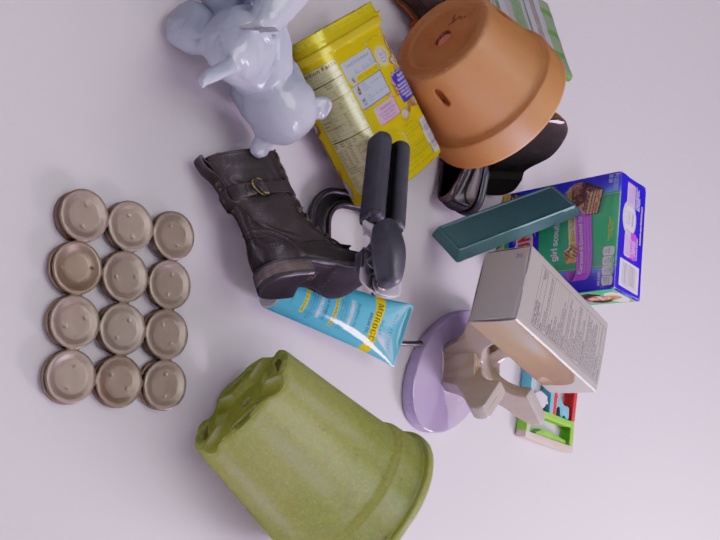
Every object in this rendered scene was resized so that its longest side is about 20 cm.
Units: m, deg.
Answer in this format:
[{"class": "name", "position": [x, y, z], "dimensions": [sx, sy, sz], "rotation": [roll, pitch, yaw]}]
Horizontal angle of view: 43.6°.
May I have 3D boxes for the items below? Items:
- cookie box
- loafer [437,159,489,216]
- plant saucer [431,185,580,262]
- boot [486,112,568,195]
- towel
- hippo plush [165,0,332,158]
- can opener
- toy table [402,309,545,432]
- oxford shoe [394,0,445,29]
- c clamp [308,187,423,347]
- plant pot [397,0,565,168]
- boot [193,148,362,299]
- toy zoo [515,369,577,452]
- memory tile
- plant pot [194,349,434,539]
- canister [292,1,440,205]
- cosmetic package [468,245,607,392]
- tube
[{"class": "cookie box", "position": [0.294, -0.036, 1.279], "dimensions": [0.075, 0.199, 0.172], "rotation": [24, 67, -40]}, {"class": "loafer", "position": [0.144, -0.179, 1.240], "dimensions": [0.063, 0.072, 0.201], "rotation": [15, 77, -39]}, {"class": "plant saucer", "position": [0.199, -0.068, 1.221], "dimensions": [0.199, 0.070, 0.019], "rotation": [-20, 133, -18]}, {"class": "boot", "position": [0.216, -0.177, 1.236], "dimensions": [0.073, 0.200, 0.076], "rotation": [6, 69, -17]}, {"class": "towel", "position": [0.247, -0.372, 1.380], "dimensions": [0.199, 0.031, 0.150], "rotation": [9, 63, -47]}, {"class": "hippo plush", "position": [-0.087, -0.218, 0.929], "dimensions": [0.159, 0.200, 0.161], "rotation": [-38, 130, -1]}, {"class": "can opener", "position": [0.034, -0.065, 0.955], "dimensions": [0.053, 0.067, 0.201], "rotation": [22, 58, -28]}, {"class": "toy table", "position": [0.155, 0.129, 1.173], "dimensions": [0.184, 0.117, 0.201], "rotation": [52, 51, -28]}, {"class": "oxford shoe", "position": [0.081, -0.382, 1.197], "dimensions": [0.200, 0.073, 0.072], "rotation": [48, 53, -30]}, {"class": "c clamp", "position": [0.000, 0.000, 1.099], "dimensions": [0.170, 0.027, 0.202], "rotation": [-2, 86, -39]}, {"class": "plant pot", "position": [0.139, -0.251, 1.144], "dimensions": [0.140, 0.199, 0.201], "rotation": [39, 58, -38]}, {"class": "boot", "position": [-0.070, -0.059, 0.972], "dimensions": [0.199, 0.069, 0.175], "rotation": [0, 58, -47]}, {"class": "toy zoo", "position": [0.291, 0.166, 1.375], "dimensions": [0.131, 0.020, 0.201], "rotation": [25, 67, -41]}, {"class": "memory tile", "position": [-0.229, 0.031, 0.861], "dimensions": [0.153, 0.017, 0.202], "rotation": [11, 77, -44]}, {"class": "plant pot", "position": [-0.060, 0.188, 0.911], "dimensions": [0.184, 0.200, 0.201], "rotation": [45, 54, -17]}, {"class": "canister", "position": [0.001, -0.196, 1.069], "dimensions": [0.148, 0.086, 0.201], "rotation": [-42, 110, -41]}, {"class": "cosmetic package", "position": [0.225, 0.065, 1.121], "dimensions": [0.200, 0.071, 0.106], "rotation": [40, 57, -36]}, {"class": "tube", "position": [-0.023, 0.048, 1.033], "dimensions": [0.199, 0.050, 0.078], "rotation": [22, 89, -36]}]
